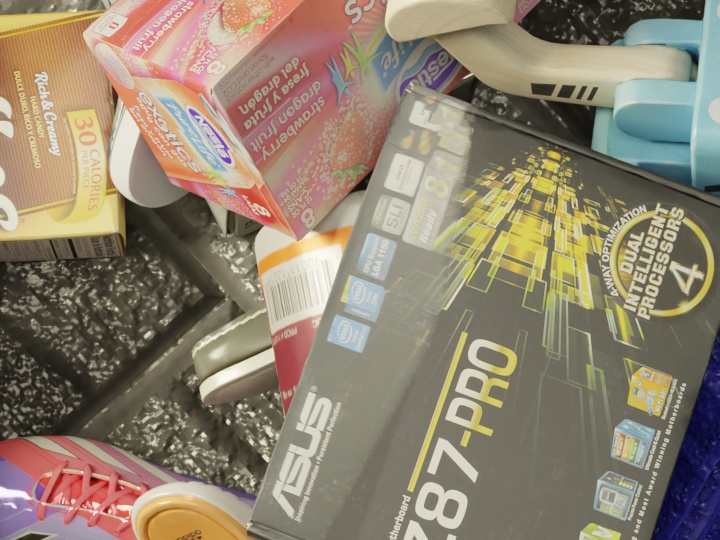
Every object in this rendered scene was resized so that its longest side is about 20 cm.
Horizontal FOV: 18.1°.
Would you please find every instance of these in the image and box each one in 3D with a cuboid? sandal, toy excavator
[{"bbox_3d":[-0.038,0.180,1.043,0.207,0.079,0.060,45,38,-28],"label":"sandal"},{"bbox_3d":[0.120,-0.076,0.982,0.198,0.195,0.101,3,67,12],"label":"toy excavator"}]

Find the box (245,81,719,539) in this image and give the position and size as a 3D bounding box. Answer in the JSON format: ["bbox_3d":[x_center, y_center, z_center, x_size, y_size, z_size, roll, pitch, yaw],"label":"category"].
[{"bbox_3d":[0.059,0.043,0.944,0.160,0.049,0.202,21,80,2],"label":"box"}]

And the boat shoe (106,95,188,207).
[{"bbox_3d":[-0.076,-0.130,1.063,0.066,0.070,0.201,26,95,36],"label":"boat shoe"}]

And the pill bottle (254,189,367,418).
[{"bbox_3d":[0.024,0.069,1.019,0.113,0.114,0.202,-10,81,-5],"label":"pill bottle"}]

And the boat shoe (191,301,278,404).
[{"bbox_3d":[0.000,0.001,1.124,0.201,0.072,0.061,-28,82,-14],"label":"boat shoe"}]

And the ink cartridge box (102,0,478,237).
[{"bbox_3d":[-0.049,-0.140,1.142,0.144,0.088,0.201,-27,83,-8],"label":"ink cartridge box"}]

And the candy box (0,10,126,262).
[{"bbox_3d":[-0.219,-0.064,1.135,0.198,0.056,0.118,-4,78,-4],"label":"candy box"}]

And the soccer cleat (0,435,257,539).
[{"bbox_3d":[-0.103,0.121,1.091,0.198,0.077,0.067,17,76,0],"label":"soccer cleat"}]

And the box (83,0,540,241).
[{"bbox_3d":[-0.008,-0.123,1.005,0.200,0.095,0.102,-46,41,-19],"label":"box"}]

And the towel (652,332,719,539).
[{"bbox_3d":[0.105,0.105,1.058,0.147,0.049,0.201,33,111,19],"label":"towel"}]
